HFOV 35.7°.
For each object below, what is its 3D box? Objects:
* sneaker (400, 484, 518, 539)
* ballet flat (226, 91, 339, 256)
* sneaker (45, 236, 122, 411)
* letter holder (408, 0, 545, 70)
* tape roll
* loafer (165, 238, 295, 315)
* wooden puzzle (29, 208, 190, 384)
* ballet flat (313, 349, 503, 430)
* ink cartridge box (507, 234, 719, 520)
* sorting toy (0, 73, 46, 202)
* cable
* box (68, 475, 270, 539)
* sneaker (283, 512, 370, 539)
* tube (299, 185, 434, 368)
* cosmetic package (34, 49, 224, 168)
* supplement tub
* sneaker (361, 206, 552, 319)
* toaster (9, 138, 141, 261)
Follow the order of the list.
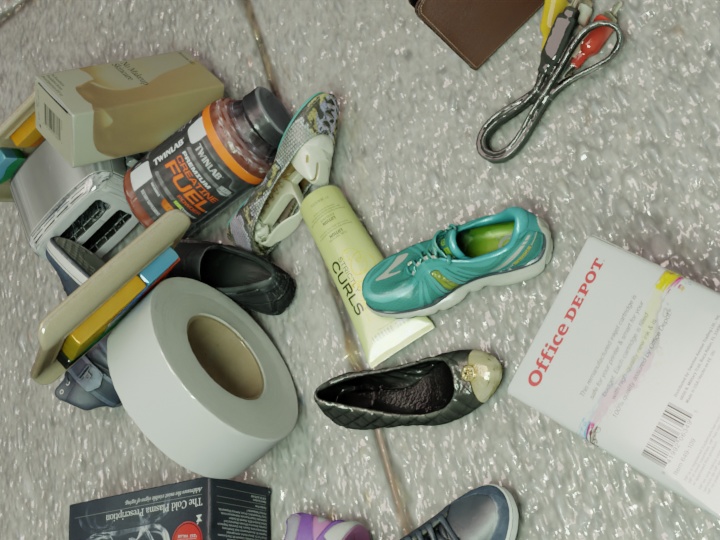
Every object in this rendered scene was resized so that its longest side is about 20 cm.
[{"bbox_3d":[0.039,0.258,0.971,0.202,0.146,0.077,-47,52,10],"label":"sneaker"},{"bbox_3d":[-0.071,-0.097,1.229,0.072,0.072,0.201,43,105,36],"label":"ballet flat"},{"bbox_3d":[-0.329,0.071,1.311,0.202,0.077,0.146,45,104,12],"label":"sneaker"},{"bbox_3d":[0.132,-0.329,1.124,0.200,0.142,0.101,-43,55,14],"label":"letter holder"},{"bbox_3d":[-0.156,0.107,1.130,0.071,0.202,0.203,-41,55,20],"label":"tape roll"},{"bbox_3d":[-0.165,-0.004,1.233,0.199,0.071,0.069,14,65,23],"label":"loafer"},{"bbox_3d":[-0.246,0.035,1.111,0.037,0.200,0.185,45,66,1],"label":"wooden puzzle"},{"bbox_3d":[0.045,0.118,1.079,0.198,0.057,0.067,-17,65,29],"label":"ballet flat"},{"bbox_3d":[0.253,0.091,0.890,0.199,0.146,0.148,30,92,37],"label":"ink cartridge box"},{"bbox_3d":[-0.408,-0.158,1.419,0.200,0.185,0.037,-45,80,15],"label":"sorting toy"},{"bbox_3d":[0.194,-0.188,1.111,0.097,0.050,0.201,30,104,21],"label":"cable"},{"bbox_3d":[-0.196,0.321,1.143,0.198,0.104,0.184,-17,66,29],"label":"box"},{"bbox_3d":[-0.070,0.320,1.071,0.088,0.080,0.202,21,81,32],"label":"sneaker"},{"bbox_3d":[0.000,0.000,1.159,0.058,0.052,0.201,-56,52,41],"label":"tube"},{"bbox_3d":[-0.270,-0.194,1.316,0.105,0.199,0.072,40,135,35],"label":"cosmetic package"},{"bbox_3d":[-0.170,-0.125,1.282,0.199,0.107,0.108,-35,57,20],"label":"supplement tub"},{"bbox_3d":[0.084,-0.015,1.077,0.198,0.080,0.078,-22,61,21],"label":"sneaker"},{"bbox_3d":[-0.350,-0.092,1.384,0.200,0.113,0.130,-39,52,17],"label":"toaster"}]
